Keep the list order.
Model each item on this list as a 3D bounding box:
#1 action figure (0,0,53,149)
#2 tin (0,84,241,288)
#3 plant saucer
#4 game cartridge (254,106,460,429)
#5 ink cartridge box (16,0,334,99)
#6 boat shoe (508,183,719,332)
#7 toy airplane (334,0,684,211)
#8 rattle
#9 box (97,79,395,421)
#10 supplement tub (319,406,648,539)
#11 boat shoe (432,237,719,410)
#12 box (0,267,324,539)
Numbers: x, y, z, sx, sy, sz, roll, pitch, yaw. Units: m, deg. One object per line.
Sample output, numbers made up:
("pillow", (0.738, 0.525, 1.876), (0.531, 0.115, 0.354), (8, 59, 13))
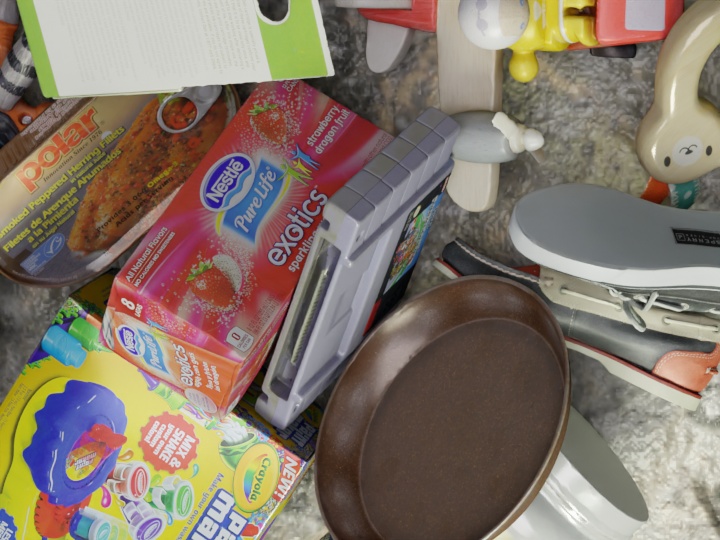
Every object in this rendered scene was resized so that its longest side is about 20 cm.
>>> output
("action figure", (-0.272, -0.115, 1.713), (0.200, 0.105, 0.194), (40, 93, -1))
("tin", (-0.170, -0.073, 1.695), (0.200, 0.112, 0.042), (-40, 46, 6))
("plant saucer", (0.057, 0.100, 1.604), (0.200, 0.201, 0.034), (-43, 131, 14))
("game cartridge", (0.000, 0.000, 1.624), (0.038, 0.129, 0.201), (37, 137, 16))
("ink cartridge box", (-0.112, -0.191, 1.575), (0.198, 0.076, 0.149), (-2, 119, 20))
("boat shoe", (0.181, -0.005, 1.620), (0.198, 0.074, 0.068), (2, 139, -21))
("toy airplane", (0.078, -0.169, 1.617), (0.199, 0.141, 0.200), (-42, 90, 14))
("rattle", (0.238, -0.075, 1.590), (0.200, 0.130, 0.143), (-50, 49, 12))
("box", (-0.072, -0.019, 1.638), (0.099, 0.096, 0.200), (32, 60, 5))
("supplement tub", (0.075, 0.180, 1.670), (0.200, 0.145, 0.145), (-43, 89, 13))
("boat shoe", (0.144, 0.022, 1.671), (0.199, 0.071, 0.063), (26, 96, 4))
("box", (-0.153, 0.140, 1.719), (0.192, 0.122, 0.201), (33, 103, 3))
